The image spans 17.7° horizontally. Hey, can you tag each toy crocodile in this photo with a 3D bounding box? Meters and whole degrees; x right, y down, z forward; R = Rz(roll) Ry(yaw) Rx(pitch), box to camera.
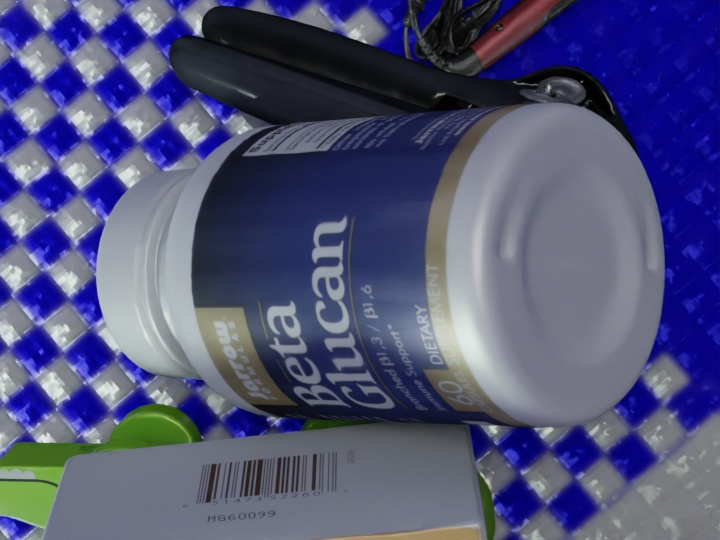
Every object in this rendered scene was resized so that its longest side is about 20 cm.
[{"bbox_3d":[-0.048,0.088,0.892,0.200,0.068,0.062,0,101,3],"label":"toy crocodile"}]

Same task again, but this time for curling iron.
[{"bbox_3d":[0.100,-0.142,0.940,0.200,0.026,0.050,-33,85,-3],"label":"curling iron"}]

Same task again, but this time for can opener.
[{"bbox_3d":[0.017,-0.059,0.905,0.200,0.063,0.079,20,121,11],"label":"can opener"}]

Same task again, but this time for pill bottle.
[{"bbox_3d":[0.000,0.000,0.842,0.200,0.111,0.111,-2,79,42],"label":"pill bottle"}]

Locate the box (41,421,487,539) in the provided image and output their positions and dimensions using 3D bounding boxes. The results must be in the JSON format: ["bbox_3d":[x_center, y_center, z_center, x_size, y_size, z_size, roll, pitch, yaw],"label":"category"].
[{"bbox_3d":[-0.024,0.168,0.825,0.152,0.106,0.200,-7,106,1],"label":"box"}]
